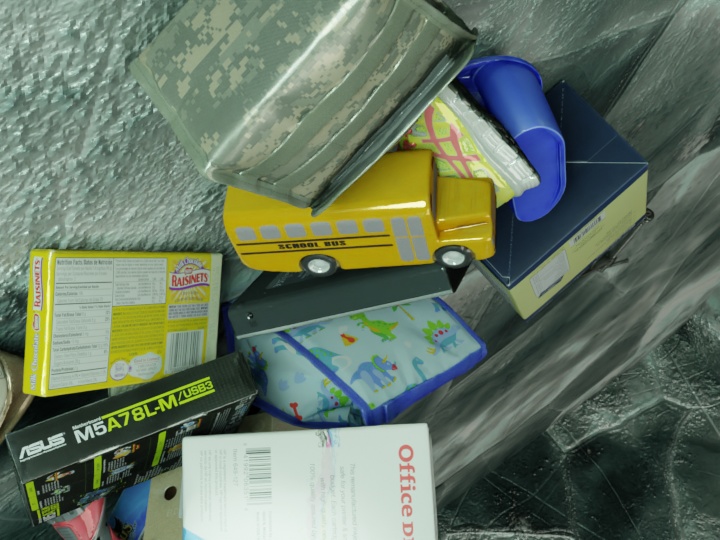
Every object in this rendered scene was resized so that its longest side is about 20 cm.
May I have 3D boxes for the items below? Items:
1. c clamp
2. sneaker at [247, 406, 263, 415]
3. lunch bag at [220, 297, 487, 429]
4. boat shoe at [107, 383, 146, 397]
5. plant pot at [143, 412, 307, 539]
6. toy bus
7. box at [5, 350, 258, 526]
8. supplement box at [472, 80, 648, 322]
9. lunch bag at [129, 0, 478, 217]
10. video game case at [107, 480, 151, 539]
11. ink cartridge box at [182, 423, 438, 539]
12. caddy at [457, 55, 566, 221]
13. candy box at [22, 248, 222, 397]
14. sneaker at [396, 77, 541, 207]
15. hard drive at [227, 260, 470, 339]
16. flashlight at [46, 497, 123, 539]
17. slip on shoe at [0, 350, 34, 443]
[{"bbox_3d":[0.452,-0.051,1.897,0.170,0.027,0.200,-22,156,-30],"label":"c clamp"},{"bbox_3d":[-0.109,0.176,1.253,0.118,0.074,0.200,-45,159,31],"label":"sneaker"},{"bbox_3d":[-0.006,0.079,1.030,0.170,0.199,0.128,-26,122,-39],"label":"lunch bag"},{"bbox_3d":[-0.183,0.097,0.971,0.074,0.062,0.200,-24,163,-1],"label":"boat shoe"},{"bbox_3d":[-0.110,0.252,1.085,0.199,0.201,0.177,-14,140,19],"label":"plant pot"},{"bbox_3d":[0.002,-0.045,0.829,0.199,0.065,0.078,-4,143,13],"label":"toy bus"},{"bbox_3d":[-0.193,0.144,0.904,0.192,0.048,0.200,-17,163,-20],"label":"box"},{"bbox_3d":[0.209,-0.070,1.228,0.200,0.134,0.200,-41,161,1],"label":"supplement box"},{"bbox_3d":[-0.018,-0.127,0.699,0.164,0.118,0.200,-44,156,16],"label":"lunch bag"},{"bbox_3d":[-0.272,0.328,1.196,0.182,0.045,0.201,111,3,-53],"label":"video game case"},{"bbox_3d":[-0.037,0.212,0.895,0.199,0.148,0.145,-2,165,1],"label":"ink cartridge box"},{"bbox_3d":[0.111,-0.115,1.002,0.141,0.105,0.200,-20,151,1],"label":"caddy"},{"bbox_3d":[-0.175,0.036,0.827,0.200,0.026,0.103,0,92,-61],"label":"candy box"},{"bbox_3d":[0.056,-0.106,0.851,0.090,0.078,0.200,-39,121,15],"label":"sneaker"},{"bbox_3d":[0.000,0.000,0.932,0.199,0.033,0.140,-13,-162,23],"label":"hard drive"},{"bbox_3d":[-0.245,0.269,1.062,0.068,0.068,0.201,-33,121,-7],"label":"flashlight"},{"bbox_3d":[-0.314,0.138,0.812,0.200,0.076,0.061,-54,155,13],"label":"slip on shoe"}]
